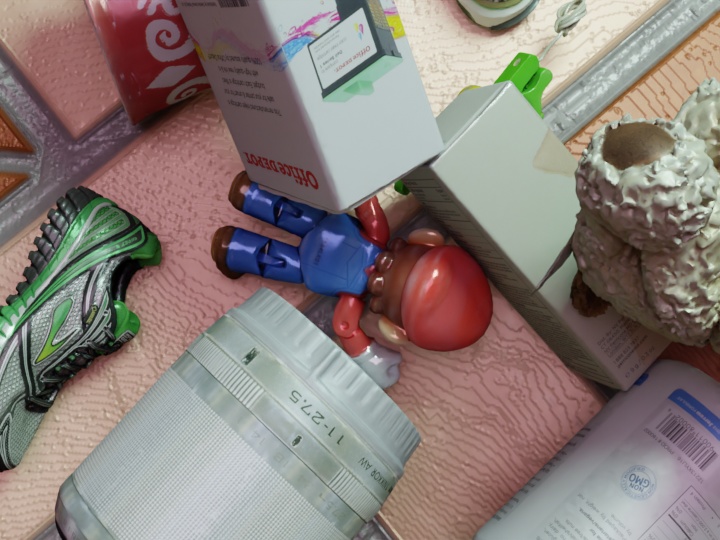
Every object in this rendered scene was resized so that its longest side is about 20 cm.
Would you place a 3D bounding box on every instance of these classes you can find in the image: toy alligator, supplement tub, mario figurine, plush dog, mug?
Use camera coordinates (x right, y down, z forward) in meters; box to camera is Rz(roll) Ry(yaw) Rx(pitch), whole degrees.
[{"bbox_3d":[0.107,-0.113,0.791,0.200,0.059,0.054,-45,122,-9],"label":"toy alligator"},{"bbox_3d":[0.169,0.167,0.691,0.200,0.132,0.132,-42,82,-8],"label":"supplement tub"},{"bbox_3d":[0.000,0.000,0.763,0.198,0.125,0.106,23,40,12],"label":"mario figurine"},{"bbox_3d":[0.208,0.004,0.593,0.171,0.162,0.199,37,37,26],"label":"plush dog"},{"bbox_3d":[-0.103,-0.222,0.772,0.198,0.134,0.180,-21,81,-8],"label":"mug"}]

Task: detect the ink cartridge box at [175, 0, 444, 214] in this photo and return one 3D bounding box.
[{"bbox_3d":[-0.044,-0.150,0.654,0.083,0.144,0.202,-30,114,-19],"label":"ink cartridge box"}]

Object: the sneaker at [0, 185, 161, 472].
[{"bbox_3d":[-0.204,0.044,0.740,0.084,0.078,0.202,23,78,4],"label":"sneaker"}]

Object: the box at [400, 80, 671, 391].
[{"bbox_3d":[0.120,-0.023,0.716,0.078,0.095,0.200,-44,105,-7],"label":"box"}]

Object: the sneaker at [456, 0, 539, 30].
[{"bbox_3d":[0.072,-0.283,0.805,0.076,0.089,0.201,-34,80,-7],"label":"sneaker"}]

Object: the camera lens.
[{"bbox_3d":[-0.078,0.133,0.681,0.160,0.160,0.200,41,80,8],"label":"camera lens"}]
